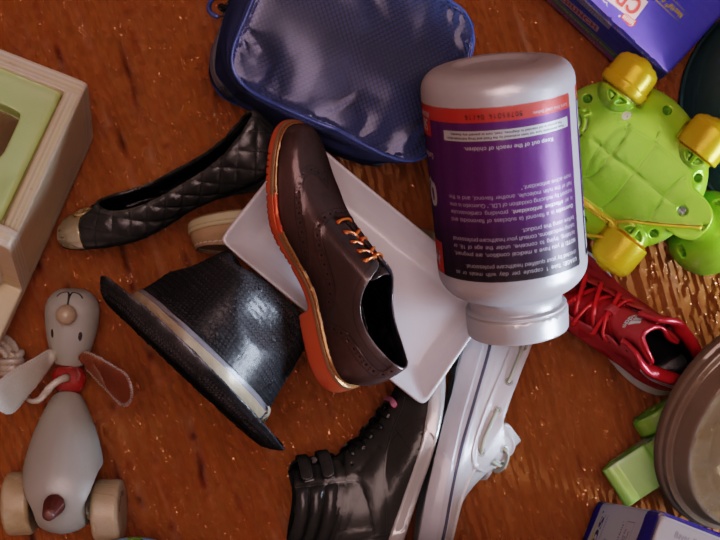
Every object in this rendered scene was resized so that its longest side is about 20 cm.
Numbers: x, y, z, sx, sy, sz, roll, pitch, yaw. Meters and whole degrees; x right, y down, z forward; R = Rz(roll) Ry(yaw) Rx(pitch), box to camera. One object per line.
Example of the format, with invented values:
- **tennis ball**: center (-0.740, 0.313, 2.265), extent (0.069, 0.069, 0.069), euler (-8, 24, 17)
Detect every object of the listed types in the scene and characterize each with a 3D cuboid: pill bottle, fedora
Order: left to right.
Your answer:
- **fedora**: center (-0.100, 0.043, 1.051), extent (0.200, 0.201, 0.092), euler (42, 80, 1)
- **pill bottle**: center (0.106, -0.052, 1.038), extent (0.111, 0.113, 0.202), euler (-7, 106, -4)

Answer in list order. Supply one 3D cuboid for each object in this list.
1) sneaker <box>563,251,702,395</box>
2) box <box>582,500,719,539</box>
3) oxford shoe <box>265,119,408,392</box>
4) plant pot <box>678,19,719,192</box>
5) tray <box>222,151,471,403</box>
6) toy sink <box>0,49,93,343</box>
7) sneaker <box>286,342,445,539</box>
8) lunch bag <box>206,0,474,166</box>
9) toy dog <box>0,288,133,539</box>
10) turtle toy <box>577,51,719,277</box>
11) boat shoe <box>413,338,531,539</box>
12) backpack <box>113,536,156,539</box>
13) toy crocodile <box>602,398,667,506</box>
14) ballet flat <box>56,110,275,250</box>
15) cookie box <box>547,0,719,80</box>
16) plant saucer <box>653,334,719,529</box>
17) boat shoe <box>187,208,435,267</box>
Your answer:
- **sneaker**: center (0.189, 0.024, 1.111), extent (0.199, 0.116, 0.079), euler (30, 84, 0)
- **box**: center (0.260, 0.251, 1.051), extent (0.183, 0.200, 0.106), euler (21, 82, -1)
- **oxford shoe**: center (-0.012, -0.015, 1.026), extent (0.072, 0.071, 0.202), euler (-13, 96, 37)
- **plant pot**: center (0.370, -0.141, 1.103), extent (0.198, 0.188, 0.202), euler (0, 85, -4)
- **tray**: center (0.000, 0.000, 1.087), extent (0.200, 0.022, 0.108), euler (39, 77, -8)
- **toy sink**: center (-0.300, -0.061, 1.071), extent (0.130, 0.112, 0.201), euler (21, 70, -1)
- **sneaker**: center (0.000, 0.140, 1.110), extent (0.098, 0.071, 0.201), euler (18, 88, -7)
- **lunch bag**: center (-0.026, -0.168, 1.107), extent (0.199, 0.132, 0.137), euler (26, 85, -12)
- **toy dog**: center (-0.232, 0.118, 1.086), extent (0.131, 0.096, 0.201), euler (-20, 86, -5)
- **turtle toy**: center (0.224, -0.070, 1.128), extent (0.200, 0.101, 0.146), euler (39, 99, 2)
- **boat shoe**: center (0.093, 0.129, 1.116), extent (0.066, 0.074, 0.202), euler (15, 83, 0)
- **backpack**: center (-0.159, 0.306, 1.048), extent (0.182, 0.135, 0.200), euler (-39, 92, -6)
- **toy crocodile**: center (0.284, 0.121, 1.135), extent (0.199, 0.062, 0.068), euler (-29, 87, -5)
- **ballet flat**: center (-0.151, -0.068, 1.110), extent (0.199, 0.067, 0.057), euler (-23, 117, 10)
- **cookie box**: center (0.243, -0.280, 1.164), extent (0.171, 0.075, 0.200), euler (43, 83, 1)
- **plant saucer**: center (0.320, 0.121, 1.100), extent (0.199, 0.029, 0.202), euler (-9, 117, -17)
- **boat shoe**: center (-0.039, -0.009, 1.123), extent (0.198, 0.071, 0.065), euler (6, 83, -4)
